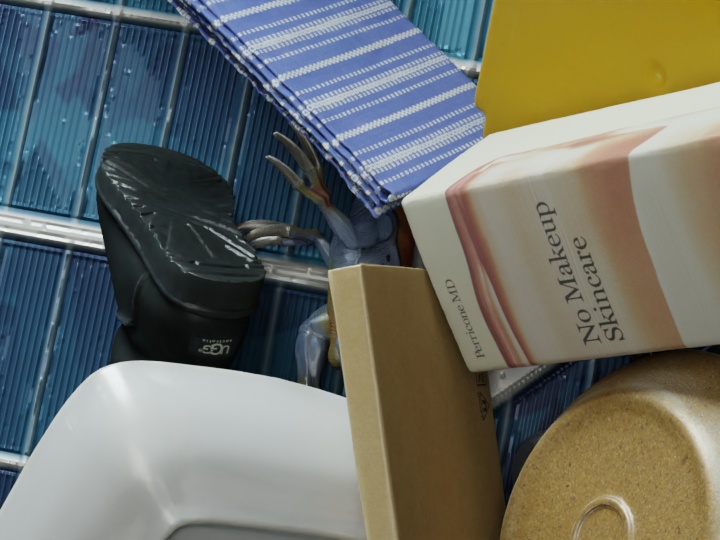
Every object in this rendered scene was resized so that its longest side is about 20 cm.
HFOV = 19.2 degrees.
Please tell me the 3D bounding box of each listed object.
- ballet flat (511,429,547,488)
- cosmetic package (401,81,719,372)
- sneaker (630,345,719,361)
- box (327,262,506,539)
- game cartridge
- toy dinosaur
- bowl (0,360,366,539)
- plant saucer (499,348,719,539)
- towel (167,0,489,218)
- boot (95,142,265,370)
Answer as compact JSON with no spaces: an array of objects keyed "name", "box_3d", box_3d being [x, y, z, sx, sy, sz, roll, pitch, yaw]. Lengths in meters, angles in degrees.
[{"name":"ballet flat","box_3d":[0.146,0.161,1.073,0.073,0.073,0.200,-35,78,2]},{"name":"cosmetic package","box_3d":[0.129,-0.021,1.008,0.200,0.087,0.104,-12,107,46]},{"name":"sneaker","box_3d":[0.178,0.059,1.087,0.078,0.070,0.201,-9,73,10]},{"name":"box","box_3d":[0.035,0.098,1.042,0.021,0.163,0.201,-9,85,21]},{"name":"game cartridge","box_3d":[0.151,-0.099,1.032,0.200,0.177,0.032,34,43,27]},{"name":"toy dinosaur","box_3d":[0.000,0.000,1.135,0.200,0.105,0.182,38,74,-24]},{"name":"bowl","box_3d":[-0.078,0.150,1.026,0.200,0.199,0.075,-59,42,20]},{"name":"plant saucer","box_3d":[0.124,0.130,1.003,0.200,0.035,0.201,-28,54,45]},{"name":"towel","box_3d":[-0.019,-0.116,1.115,0.200,0.145,0.024,46,126,12]},{"name":"boot","box_3d":[-0.109,0.040,1.112,0.073,0.198,0.163,7,114,-23]}]
